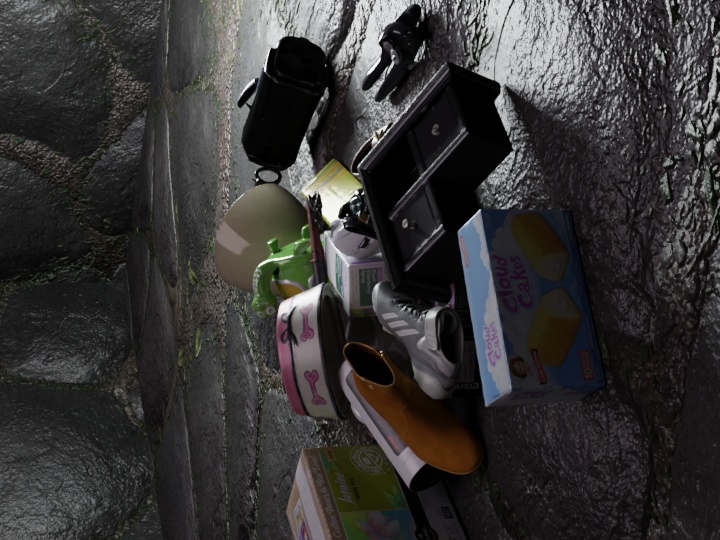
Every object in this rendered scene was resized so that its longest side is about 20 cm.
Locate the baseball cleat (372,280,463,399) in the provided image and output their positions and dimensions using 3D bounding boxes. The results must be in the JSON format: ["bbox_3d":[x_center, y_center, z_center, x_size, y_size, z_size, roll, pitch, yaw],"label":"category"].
[{"bbox_3d":[0.081,0.065,1.479,0.201,0.069,0.107,58,137,37],"label":"baseball cleat"}]

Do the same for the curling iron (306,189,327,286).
[{"bbox_3d":[-0.067,-0.024,1.818,0.050,0.025,0.204,-170,76,-82],"label":"curling iron"}]

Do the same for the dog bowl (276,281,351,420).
[{"bbox_3d":[-0.068,0.123,1.711,0.200,0.072,0.204,-10,-90,-82],"label":"dog bowl"}]

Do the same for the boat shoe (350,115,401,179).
[{"bbox_3d":[0.042,-0.179,1.712,0.200,0.058,0.073,143,125,-65],"label":"boat shoe"}]

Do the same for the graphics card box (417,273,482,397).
[{"bbox_3d":[0.117,0.056,1.526,0.125,0.050,0.204,-164,73,-68],"label":"graphics card box"}]

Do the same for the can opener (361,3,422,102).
[{"bbox_3d":[0.049,-0.307,1.719,0.063,0.079,0.200,43,151,7],"label":"can opener"}]

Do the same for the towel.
[{"bbox_3d":[-0.039,-0.123,1.931,0.086,0.018,0.200,-45,30,2],"label":"towel"}]

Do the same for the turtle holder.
[{"bbox_3d":[-0.084,0.007,1.904,0.139,0.185,0.134,-8,106,35],"label":"turtle holder"}]

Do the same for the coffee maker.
[{"bbox_3d":[-0.132,-0.287,2.096,0.201,0.132,0.195,117,144,-49],"label":"coffee maker"}]

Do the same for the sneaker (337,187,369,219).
[{"bbox_3d":[0.032,-0.086,1.635,0.200,0.078,0.077,158,112,-67],"label":"sneaker"}]

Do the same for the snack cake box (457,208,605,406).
[{"bbox_3d":[0.181,0.039,1.256,0.067,0.113,0.204,133,133,-61],"label":"snack cake box"}]

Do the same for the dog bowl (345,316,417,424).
[{"bbox_3d":[0.028,0.141,1.760,0.200,0.058,0.204,179,90,-70],"label":"dog bowl"}]

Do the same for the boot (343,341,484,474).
[{"bbox_3d":[0.062,0.175,1.475,0.200,0.071,0.144,34,167,29],"label":"boot"}]

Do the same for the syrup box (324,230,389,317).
[{"bbox_3d":[0.000,0.000,1.758,0.200,0.080,0.080,-123,30,-70],"label":"syrup box"}]

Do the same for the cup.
[{"bbox_3d":[-0.142,-0.034,2.079,0.142,0.198,0.204,31,123,36],"label":"cup"}]

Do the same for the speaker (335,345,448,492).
[{"bbox_3d":[0.049,0.202,1.597,0.201,0.080,0.082,54,142,32],"label":"speaker"}]

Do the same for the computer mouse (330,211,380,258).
[{"bbox_3d":[0.004,-0.041,1.629,0.045,0.108,0.200,-70,15,-7],"label":"computer mouse"}]

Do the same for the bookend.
[{"bbox_3d":[0.104,-0.103,1.417,0.199,0.091,0.202,-46,45,36],"label":"bookend"}]

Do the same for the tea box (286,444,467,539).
[{"bbox_3d":[0.019,0.355,1.587,0.201,0.193,0.135,-116,32,-48],"label":"tea box"}]
